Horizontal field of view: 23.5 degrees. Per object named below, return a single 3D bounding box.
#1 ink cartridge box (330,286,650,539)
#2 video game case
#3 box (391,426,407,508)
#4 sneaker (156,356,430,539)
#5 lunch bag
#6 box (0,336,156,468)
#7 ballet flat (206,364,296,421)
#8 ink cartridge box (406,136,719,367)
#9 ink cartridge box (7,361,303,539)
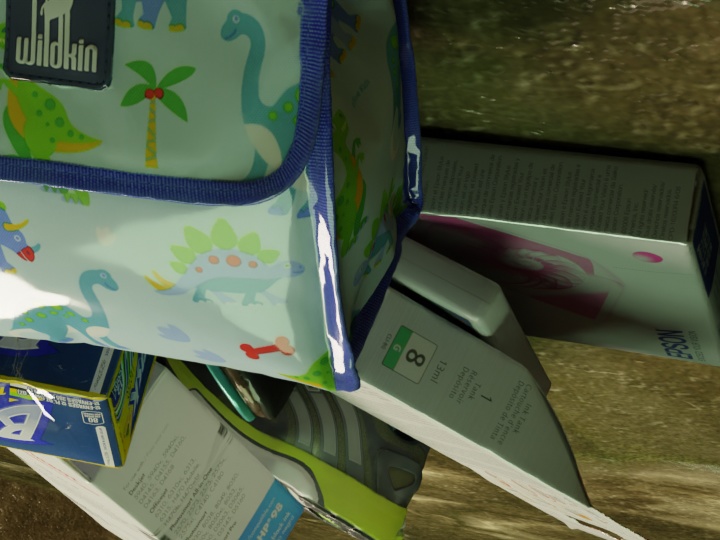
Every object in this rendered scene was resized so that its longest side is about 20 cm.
[{"bbox_3d":[0.061,0.070,0.821,0.199,0.050,0.161,28,173,-15],"label":"ink cartridge box"},{"bbox_3d":[0.000,0.000,0.836,0.182,0.022,0.200,28,172,19],"label":"video game case"},{"bbox_3d":[-0.023,0.095,1.114,0.102,0.095,0.200,15,178,-6],"label":"box"},{"bbox_3d":[-0.040,0.079,0.968,0.200,0.081,0.074,38,164,-29],"label":"sneaker"},{"bbox_3d":[-0.074,-0.066,0.563,0.169,0.128,0.201,8,135,13],"label":"lunch bag"},{"bbox_3d":[-0.191,0.025,0.746,0.198,0.070,0.064,10,147,6],"label":"box"},{"bbox_3d":[-0.050,0.012,0.767,0.068,0.068,0.200,58,173,-15],"label":"ballet flat"},{"bbox_3d":[0.070,-0.009,0.813,0.199,0.044,0.196,7,165,19],"label":"ink cartridge box"},{"bbox_3d":[-0.124,0.083,0.867,0.115,0.067,0.200,23,161,36],"label":"ink cartridge box"}]
